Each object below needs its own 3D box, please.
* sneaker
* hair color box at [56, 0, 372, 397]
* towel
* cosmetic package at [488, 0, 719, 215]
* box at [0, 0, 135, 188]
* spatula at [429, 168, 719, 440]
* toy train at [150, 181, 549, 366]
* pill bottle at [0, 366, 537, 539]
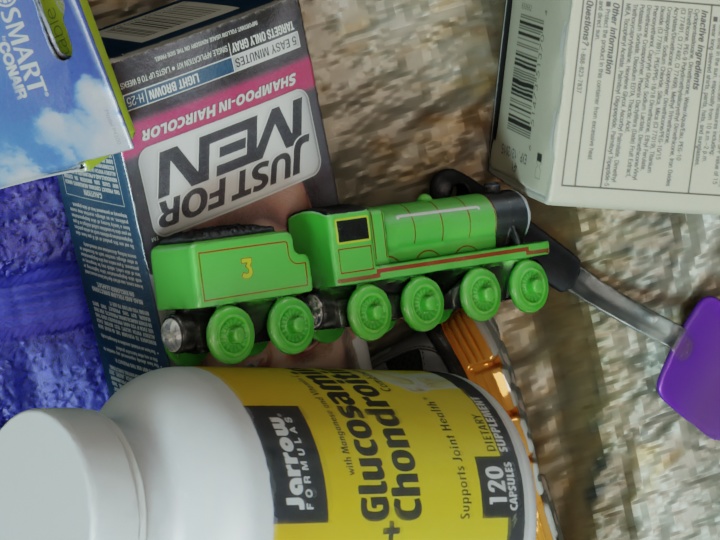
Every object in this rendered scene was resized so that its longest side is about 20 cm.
[{"bbox_3d":[0.050,0.115,1.085,0.077,0.078,0.201,-17,104,3],"label":"sneaker"},{"bbox_3d":[-0.059,-0.005,0.992,0.100,0.060,0.201,-24,113,-33],"label":"hair color box"},{"bbox_3d":[-0.130,0.023,1.020,0.147,0.050,0.201,-10,105,-12],"label":"towel"},{"bbox_3d":[0.165,-0.078,1.059,0.199,0.087,0.104,4,100,-15],"label":"cosmetic package"},{"bbox_3d":[-0.175,-0.084,0.921,0.199,0.048,0.123,-13,104,29],"label":"box"},{"bbox_3d":[0.110,0.012,1.098,0.199,0.021,0.057,32,80,-17],"label":"spatula"},{"bbox_3d":[0.000,0.000,0.978,0.199,0.042,0.057,-9,93,-40],"label":"toy train"},{"bbox_3d":[-0.038,0.093,0.916,0.199,0.112,0.113,3,103,-39],"label":"pill bottle"}]
